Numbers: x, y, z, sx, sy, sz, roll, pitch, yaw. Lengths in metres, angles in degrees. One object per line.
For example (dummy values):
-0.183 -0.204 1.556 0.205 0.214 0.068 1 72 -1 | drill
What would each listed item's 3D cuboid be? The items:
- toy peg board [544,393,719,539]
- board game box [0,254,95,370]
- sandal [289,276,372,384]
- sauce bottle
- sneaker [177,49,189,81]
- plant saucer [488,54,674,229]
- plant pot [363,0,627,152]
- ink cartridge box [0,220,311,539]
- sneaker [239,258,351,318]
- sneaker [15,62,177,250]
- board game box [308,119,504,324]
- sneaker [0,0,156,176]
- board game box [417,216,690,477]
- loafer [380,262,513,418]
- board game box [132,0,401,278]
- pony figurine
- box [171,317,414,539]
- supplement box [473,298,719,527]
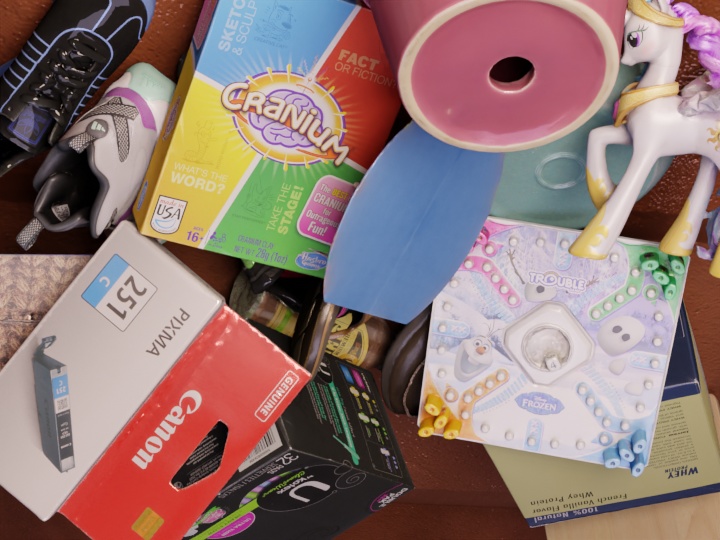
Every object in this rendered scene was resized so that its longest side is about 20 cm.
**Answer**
0.298 0.255 1.366 0.197 0.202 0.098 -16 155 19 | toy peg board
-0.244 0.040 1.062 0.158 0.098 0.200 0 178 -3 | board game box
0.000 0.000 1.027 0.054 0.202 0.082 27 168 -9 | sandal
-0.021 0.052 1.190 0.199 0.065 0.065 23 137 -29 | sauce bottle
-0.066 -0.092 0.990 0.073 0.081 0.200 -19 137 26 | sneaker
0.156 -0.089 1.034 0.198 0.036 0.201 -1 143 -1 | plant saucer
0.082 -0.180 0.796 0.198 0.180 0.201 -1 142 0 | plant pot
-0.162 0.096 0.944 0.176 0.201 0.045 39 179 -1 | ink cartridge box
-0.022 0.014 1.115 0.199 0.084 0.077 14 140 -33 | sneaker
-0.201 -0.050 0.980 0.077 0.140 0.201 33 143 14 | sneaker
0.030 -0.046 0.959 0.159 0.039 0.200 -61 152 6 | board game box
-0.213 -0.134 0.931 0.070 0.078 0.199 28 134 -31 | sneaker
0.153 0.064 1.082 0.198 0.026 0.202 9 112 7 | board game box
0.080 0.058 1.139 0.073 0.071 0.201 -16 139 -47 | loafer
-0.058 -0.104 0.928 0.152 0.040 0.202 13 113 -23 | board game box
0.243 -0.101 0.913 0.191 0.167 0.202 9 107 9 | pony figurine
-0.075 0.149 1.111 0.148 0.125 0.200 -33 149 19 | box
0.219 0.119 1.222 0.198 0.135 0.200 -14 140 15 | supplement box
